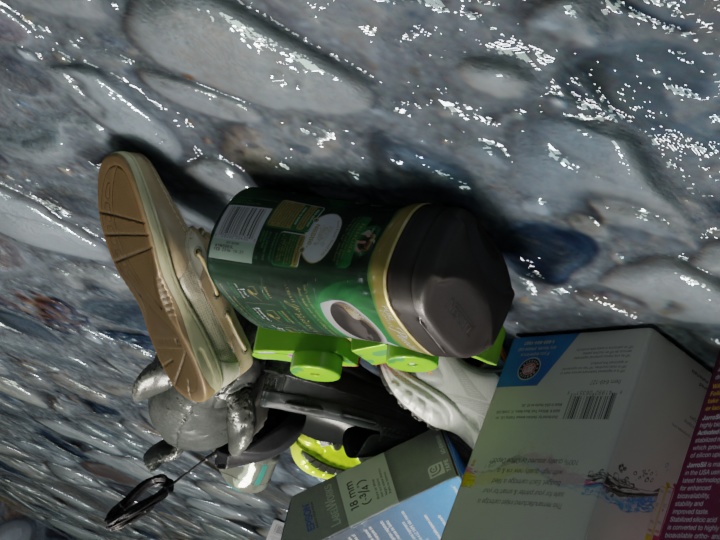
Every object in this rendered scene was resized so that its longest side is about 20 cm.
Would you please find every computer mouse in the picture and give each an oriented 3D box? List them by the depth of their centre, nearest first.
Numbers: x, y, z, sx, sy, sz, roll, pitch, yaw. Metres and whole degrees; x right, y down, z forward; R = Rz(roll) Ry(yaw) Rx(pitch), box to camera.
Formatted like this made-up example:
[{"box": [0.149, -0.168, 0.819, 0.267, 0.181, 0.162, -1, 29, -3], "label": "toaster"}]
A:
[{"box": [-0.132, 0.178, 1.267, 0.034, 0.200, 0.059, 63, 172, -19], "label": "computer mouse"}]

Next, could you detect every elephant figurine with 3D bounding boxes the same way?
[{"box": [-0.122, 0.080, 1.194, 0.141, 0.156, 0.200, -9, 175, -8], "label": "elephant figurine"}]

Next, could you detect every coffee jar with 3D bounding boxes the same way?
[{"box": [0.000, 0.000, 0.970, 0.200, 0.085, 0.104, 8, 151, 37], "label": "coffee jar"}]

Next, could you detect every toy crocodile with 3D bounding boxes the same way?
[{"box": [0.009, 0.047, 1.069, 0.200, 0.068, 0.062, -6, 155, 26], "label": "toy crocodile"}]

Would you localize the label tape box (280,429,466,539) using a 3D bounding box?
[{"box": [0.009, 0.226, 1.153, 0.200, 0.063, 0.144, -26, 129, 5], "label": "label tape box"}]

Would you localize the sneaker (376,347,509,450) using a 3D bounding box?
[{"box": [0.109, 0.105, 1.120, 0.200, 0.079, 0.074, 35, -160, -20], "label": "sneaker"}]

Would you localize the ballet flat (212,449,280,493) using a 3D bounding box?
[{"box": [-0.127, 0.120, 1.369, 0.067, 0.200, 0.064, 1, 132, -36], "label": "ballet flat"}]

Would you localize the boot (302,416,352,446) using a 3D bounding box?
[{"box": [-0.008, 0.125, 1.311, 0.162, 0.074, 0.198, 21, 162, 10], "label": "boot"}]

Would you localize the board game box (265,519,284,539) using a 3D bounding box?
[{"box": [-0.028, 0.431, 2.130, 0.200, 0.034, 0.135, 15, 158, 21], "label": "board game box"}]

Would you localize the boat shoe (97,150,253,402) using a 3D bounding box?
[{"box": [-0.136, -0.002, 1.081, 0.072, 0.065, 0.200, 3, 119, 52], "label": "boat shoe"}]

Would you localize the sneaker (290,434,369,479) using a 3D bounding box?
[{"box": [0.008, 0.191, 1.481, 0.200, 0.074, 0.084, 31, -173, -31], "label": "sneaker"}]

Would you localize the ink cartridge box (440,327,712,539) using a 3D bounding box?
[{"box": [0.171, 0.165, 1.031, 0.145, 0.200, 0.147, 35, 157, -28], "label": "ink cartridge box"}]

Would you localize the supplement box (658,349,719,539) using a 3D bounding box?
[{"box": [0.275, 0.158, 0.905, 0.131, 0.200, 0.103, 32, 157, -24], "label": "supplement box"}]

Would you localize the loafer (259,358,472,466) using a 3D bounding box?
[{"box": [0.010, 0.120, 1.156, 0.200, 0.071, 0.068, 28, 169, -19], "label": "loafer"}]
